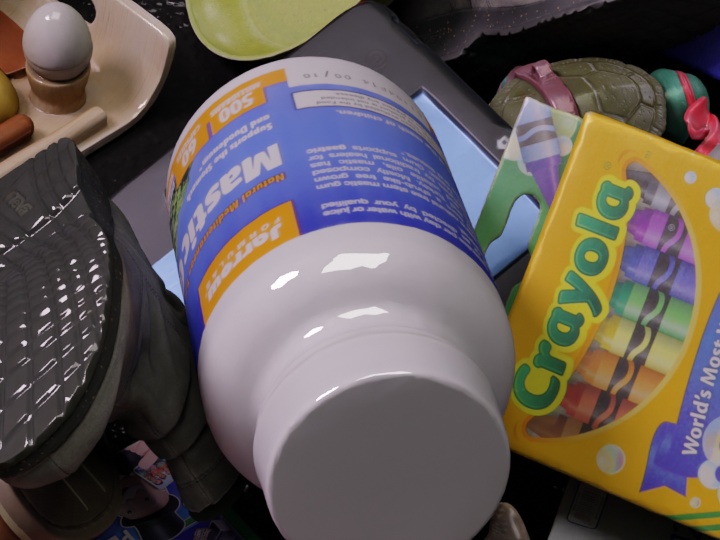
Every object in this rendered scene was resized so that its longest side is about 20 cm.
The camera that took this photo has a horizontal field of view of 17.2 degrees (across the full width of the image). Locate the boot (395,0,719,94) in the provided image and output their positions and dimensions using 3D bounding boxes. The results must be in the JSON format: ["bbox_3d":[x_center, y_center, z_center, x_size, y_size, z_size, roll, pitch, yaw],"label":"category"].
[{"bbox_3d":[0.087,-0.162,1.078,0.070,0.199,0.133,17,70,-49],"label":"boot"}]

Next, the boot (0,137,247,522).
[{"bbox_3d":[-0.080,0.042,0.848,0.067,0.131,0.200,-32,26,11],"label":"boot"}]

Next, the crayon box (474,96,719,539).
[{"bbox_3d":[0.125,0.026,0.864,0.199,0.127,0.052,22,3,14],"label":"crayon box"}]

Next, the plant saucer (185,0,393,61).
[{"bbox_3d":[-0.007,-0.182,1.125,0.031,0.200,0.201,31,33,-35],"label":"plant saucer"}]

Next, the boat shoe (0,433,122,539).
[{"bbox_3d":[-0.136,0.065,0.890,0.068,0.072,0.200,-33,17,8],"label":"boat shoe"}]

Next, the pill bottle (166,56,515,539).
[{"bbox_3d":[-0.007,0.015,0.849,0.111,0.113,0.200,-1,31,-10],"label":"pill bottle"}]

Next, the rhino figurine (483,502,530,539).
[{"bbox_3d":[0.025,0.122,0.816,0.087,0.060,0.200,-34,30,-15],"label":"rhino figurine"}]

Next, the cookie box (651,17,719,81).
[{"bbox_3d":[0.153,-0.195,1.111,0.075,0.172,0.200,5,20,-46],"label":"cookie box"}]

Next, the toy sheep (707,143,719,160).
[{"bbox_3d":[0.187,0.006,0.958,0.137,0.201,0.138,-15,12,3],"label":"toy sheep"}]

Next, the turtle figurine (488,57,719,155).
[{"bbox_3d":[0.084,-0.047,1.047,0.199,0.101,0.150,-14,45,-11],"label":"turtle figurine"}]

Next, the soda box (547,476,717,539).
[{"bbox_3d":[0.073,0.171,0.847,0.063,0.069,0.201,18,46,9],"label":"soda box"}]

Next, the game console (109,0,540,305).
[{"bbox_3d":[0.000,0.000,0.974,0.177,0.031,0.200,-41,64,-6],"label":"game console"}]

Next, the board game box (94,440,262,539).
[{"bbox_3d":[-0.115,0.150,0.867,0.199,0.029,0.135,-26,56,-30],"label":"board game box"}]

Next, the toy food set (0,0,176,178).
[{"bbox_3d":[-0.201,-0.090,1.065,0.143,0.061,0.200,37,51,24],"label":"toy food set"}]
